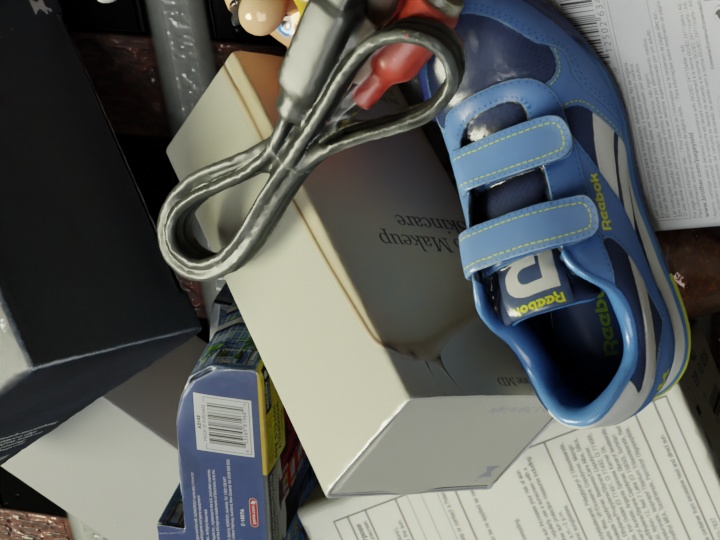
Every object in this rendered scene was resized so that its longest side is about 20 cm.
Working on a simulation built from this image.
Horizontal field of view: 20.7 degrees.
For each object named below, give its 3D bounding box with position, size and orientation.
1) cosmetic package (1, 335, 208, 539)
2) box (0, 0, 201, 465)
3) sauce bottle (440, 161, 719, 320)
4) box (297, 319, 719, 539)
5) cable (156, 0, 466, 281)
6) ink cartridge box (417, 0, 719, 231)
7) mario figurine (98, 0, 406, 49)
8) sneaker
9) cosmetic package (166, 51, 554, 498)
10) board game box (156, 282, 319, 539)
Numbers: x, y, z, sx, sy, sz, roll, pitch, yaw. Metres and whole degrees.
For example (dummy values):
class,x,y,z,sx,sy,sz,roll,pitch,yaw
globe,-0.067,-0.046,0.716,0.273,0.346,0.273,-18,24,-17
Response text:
class,x,y,z,sx,sy,sz,roll,pitch,yaw
cosmetic package,-0.120,0.093,1.113,0.200,0.090,0.107,34,133,-15
box,-0.212,-0.010,0.974,0.200,0.117,0.197,-33,78,38
sauce bottle,0.126,-0.008,0.948,0.199,0.066,0.066,11,133,11
box,0.092,0.123,0.960,0.199,0.109,0.128,-22,96,18
cable,-0.014,-0.064,0.828,0.097,0.050,0.200,38,127,13
ink cartridge box,0.111,-0.091,0.859,0.199,0.076,0.137,-5,117,22
mario figurine,-0.064,-0.152,0.854,0.200,0.106,0.123,41,167,-6
sneaker,0.076,-0.025,0.813,0.074,0.082,0.201,-21,99,32
cosmetic package,0.000,0.000,0.892,0.103,0.201,0.073,2,138,-42
board game box,-0.043,0.075,1.003,0.061,0.200,0.201,7,122,13
